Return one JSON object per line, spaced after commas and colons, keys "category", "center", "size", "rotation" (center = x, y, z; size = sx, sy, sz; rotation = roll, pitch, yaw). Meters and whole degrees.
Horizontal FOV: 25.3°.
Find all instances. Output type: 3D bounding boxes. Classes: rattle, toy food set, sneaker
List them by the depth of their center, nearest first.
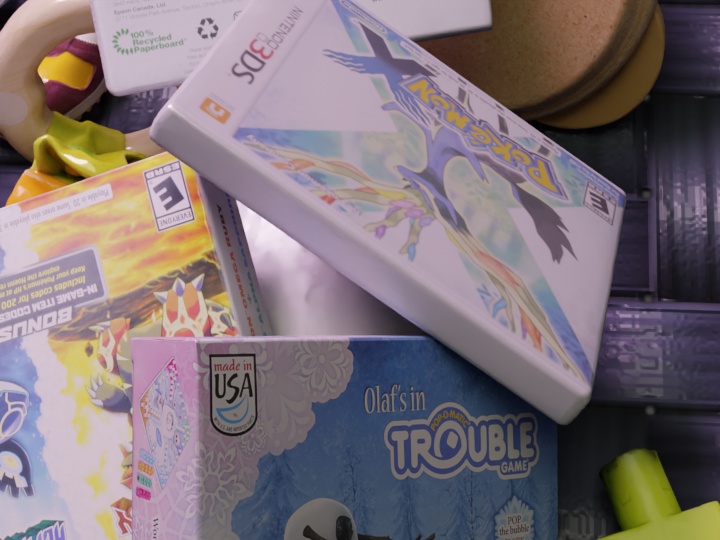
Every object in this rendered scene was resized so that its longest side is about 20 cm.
{"category": "rattle", "center": [-0.105, -0.091, 0.800], "size": [0.199, 0.131, 0.143], "rotation": [-28, 22, 21]}
{"category": "toy food set", "center": [0.071, -0.174, 0.850], "size": [0.198, 0.200, 0.049], "rotation": [11, 29, 19]}
{"category": "sneaker", "center": [-0.153, -0.162, 0.902], "size": [0.075, 0.090, 0.200], "rotation": [34, 69, 20]}

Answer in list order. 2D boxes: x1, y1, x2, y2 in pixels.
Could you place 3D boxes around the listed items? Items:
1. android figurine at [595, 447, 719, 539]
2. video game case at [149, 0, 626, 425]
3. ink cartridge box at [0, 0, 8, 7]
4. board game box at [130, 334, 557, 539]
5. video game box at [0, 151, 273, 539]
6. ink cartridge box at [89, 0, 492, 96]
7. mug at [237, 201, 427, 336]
{"category": "android figurine", "center": [0.129, 0.184, 0.726], "size": [0.180, 0.041, 0.201], "rotation": [-18, 62, -6]}
{"category": "video game case", "center": [0.024, -0.044, 0.686], "size": [0.199, 0.022, 0.183], "rotation": [35, 31, -6]}
{"category": "ink cartridge box", "center": [-0.278, -0.181, 0.911], "size": [0.115, 0.068, 0.199], "rotation": [-46, 41, -18]}
{"category": "board game box", "center": [0.001, 0.125, 0.618], "size": [0.043, 0.199, 0.201], "rotation": [-3, 87, 45]}
{"category": "video game box", "center": [-0.129, 0.063, 0.677], "size": [0.198, 0.047, 0.184], "rotation": [-17, 88, 15]}
{"category": "ink cartridge box", "center": [-0.044, -0.199, 0.767], "size": [0.198, 0.041, 0.202], "rotation": [-11, 103, -14]}
{"category": "mug", "center": [0.000, 0.000, 0.787], "size": [0.198, 0.148, 0.177], "rotation": [4, 57, -30]}
